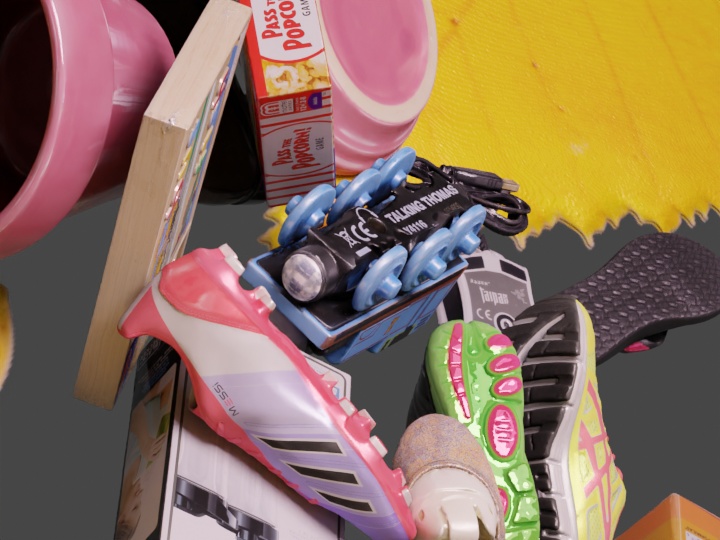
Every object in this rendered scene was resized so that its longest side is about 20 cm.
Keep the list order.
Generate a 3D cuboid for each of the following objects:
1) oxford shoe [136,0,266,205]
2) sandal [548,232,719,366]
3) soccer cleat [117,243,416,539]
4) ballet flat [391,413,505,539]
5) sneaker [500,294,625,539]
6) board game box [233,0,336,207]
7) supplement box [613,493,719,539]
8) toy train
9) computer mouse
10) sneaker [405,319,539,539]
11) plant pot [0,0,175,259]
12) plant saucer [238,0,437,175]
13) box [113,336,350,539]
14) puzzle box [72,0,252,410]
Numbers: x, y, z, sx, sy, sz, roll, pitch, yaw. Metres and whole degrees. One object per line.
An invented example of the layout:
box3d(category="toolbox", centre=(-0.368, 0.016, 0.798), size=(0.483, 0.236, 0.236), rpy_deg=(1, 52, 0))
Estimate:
box3d(category="oxford shoe", centre=(-0.127, -0.128, 1.549), size=(0.084, 0.073, 0.200), rpy_deg=(-11, 61, -47))
box3d(category="sandal", centre=(0.183, 0.028, 1.728), size=(0.200, 0.045, 0.075), rpy_deg=(-22, 64, -37))
box3d(category="soccer cleat", centre=(-0.046, 0.077, 1.331), size=(0.200, 0.076, 0.067), rpy_deg=(53, 2, -13))
box3d(category="ballet flat", centre=(0.053, 0.170, 1.363), size=(0.068, 0.067, 0.201), rpy_deg=(-1, 71, -9))
box3d(category="sneaker", centre=(0.123, 0.116, 1.522), size=(0.090, 0.078, 0.201), rpy_deg=(20, 69, -44))
box3d(category="board game box", centre=(-0.053, -0.160, 1.482), size=(0.046, 0.152, 0.201), rpy_deg=(-9, 67, -4))
box3d(category="supplement box", centre=(0.196, 0.236, 1.498), size=(0.069, 0.067, 0.200), rpy_deg=(32, 37, -21))
box3d(category="toy train", centre=(0.000, 0.000, 1.497), size=(0.087, 0.114, 0.200), rpy_deg=(40, 30, 13))
box3d(category="computer mouse", centre=(0.075, 0.018, 1.613), size=(0.109, 0.044, 0.201), rpy_deg=(12, 52, -31))
box3d(category="sneaker", centre=(0.063, 0.130, 1.463), size=(0.076, 0.084, 0.201), rpy_deg=(10, 62, -8))
box3d(category="plant pot", centre=(-0.197, -0.101, 1.366), size=(0.200, 0.200, 0.179), rpy_deg=(55, 22, 16))
box3d(category="plant saucer", centre=(-0.010, -0.166, 1.649), size=(0.200, 0.051, 0.201), rpy_deg=(24, 59, -50))
box3d(category="box", centre=(-0.069, 0.122, 1.357), size=(0.116, 0.060, 0.200), rpy_deg=(28, 38, -21))
box3d(category="puzzle box", centre=(-0.109, -0.037, 1.365), size=(0.025, 0.201, 0.133), rpy_deg=(20, 38, 2))
